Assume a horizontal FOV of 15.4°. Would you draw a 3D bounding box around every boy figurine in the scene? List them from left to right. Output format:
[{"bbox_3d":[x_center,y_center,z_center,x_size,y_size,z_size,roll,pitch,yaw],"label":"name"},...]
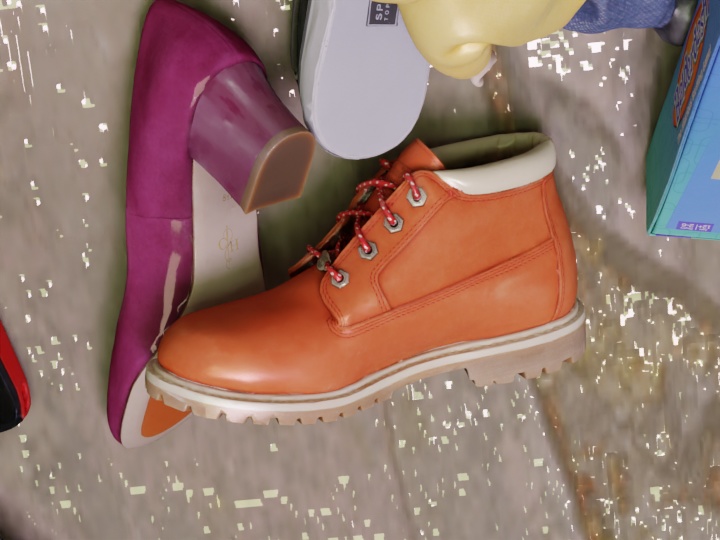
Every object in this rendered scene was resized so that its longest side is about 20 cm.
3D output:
[{"bbox_3d":[0.056,-0.123,1.031,0.199,0.065,0.125,-2,134,-35],"label":"boy figurine"}]

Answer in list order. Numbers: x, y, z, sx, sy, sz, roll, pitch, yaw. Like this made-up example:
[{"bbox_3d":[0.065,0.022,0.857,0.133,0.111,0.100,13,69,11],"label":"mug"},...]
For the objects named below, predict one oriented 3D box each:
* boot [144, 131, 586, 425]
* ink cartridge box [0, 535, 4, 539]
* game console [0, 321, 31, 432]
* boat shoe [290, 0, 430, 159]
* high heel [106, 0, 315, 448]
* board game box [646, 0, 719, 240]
[{"bbox_3d":[0.000,0.000,1.115,0.199,0.075,0.108,-14,115,-23],"label":"boot"},{"bbox_3d":[-0.191,0.237,1.176,0.200,0.047,0.198,-39,87,-11],"label":"ink cartridge box"},{"bbox_3d":[-0.265,0.020,1.165,0.199,0.031,0.178,-18,118,7],"label":"game console"},{"bbox_3d":[0.007,-0.145,1.075,0.068,0.057,0.201,4,115,-22],"label":"boat shoe"},{"bbox_3d":[-0.082,-0.017,1.149,0.067,0.096,0.201,-11,139,-44],"label":"high heel"},{"bbox_3d":[0.205,-0.076,1.060,0.151,0.045,0.200,5,149,-4],"label":"board game box"}]
